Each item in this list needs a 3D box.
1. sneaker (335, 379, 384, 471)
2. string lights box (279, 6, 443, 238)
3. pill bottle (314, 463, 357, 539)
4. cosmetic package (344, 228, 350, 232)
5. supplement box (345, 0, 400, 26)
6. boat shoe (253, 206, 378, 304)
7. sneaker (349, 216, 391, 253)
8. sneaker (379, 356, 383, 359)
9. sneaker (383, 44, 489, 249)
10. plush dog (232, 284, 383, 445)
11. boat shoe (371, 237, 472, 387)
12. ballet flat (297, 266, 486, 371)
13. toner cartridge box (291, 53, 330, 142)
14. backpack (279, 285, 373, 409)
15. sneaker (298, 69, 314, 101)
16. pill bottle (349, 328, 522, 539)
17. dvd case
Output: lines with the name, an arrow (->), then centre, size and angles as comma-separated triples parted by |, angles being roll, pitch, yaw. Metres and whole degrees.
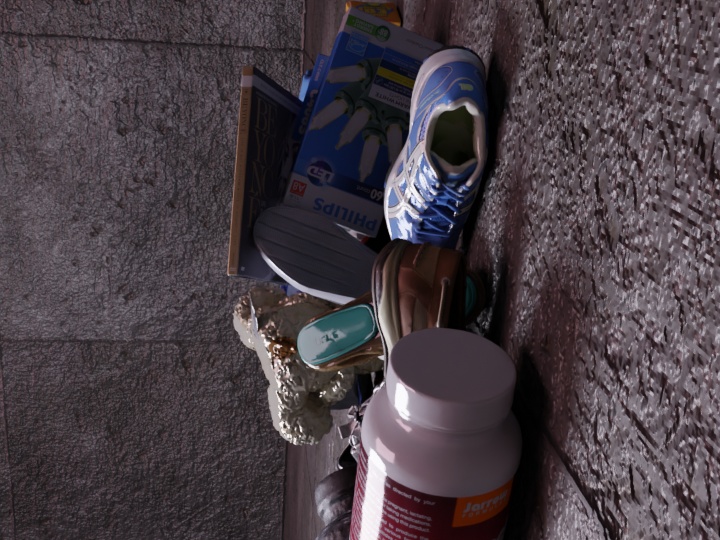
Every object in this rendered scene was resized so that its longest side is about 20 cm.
sneaker -> 0.021, 0.147, 0.809 | 0.201, 0.081, 0.075 | 101, 167, -45
string lights box -> -0.001, -0.145, 0.874 | 0.059, 0.102, 0.202 | -152, 80, -80
pill bottle -> 0.019, 0.275, 0.750 | 0.112, 0.111, 0.201 | 101, 159, -50
cosmetic package -> -0.015, -0.065, 1.272 | 0.200, 0.073, 0.103 | 120, 150, -70
supplement box -> 0.008, -0.248, 1.155 | 0.069, 0.066, 0.202 | -101, 14, -56
boat shoe -> -0.014, 0.006, 0.846 | 0.074, 0.199, 0.067 | -59, -7, -12
sneaker -> 0.025, -0.080, 1.019 | 0.202, 0.066, 0.109 | 109, 163, -58
sneaker -> 0.000, 0.000, 0.946 | 0.200, 0.075, 0.085 | 47, 147, 14
sneaker -> 0.061, -0.076, 0.712 | 0.077, 0.075, 0.202 | -93, 7, -57
plush dog -> -0.034, 0.077, 1.005 | 0.201, 0.170, 0.161 | 65, 156, 14
boat shoe -> 0.060, 0.073, 0.673 | 0.076, 0.073, 0.202 | -49, -46, -57
ballet flat -> 0.035, 0.044, 0.765 | 0.199, 0.072, 0.068 | -26, 70, 32
toner cartridge box -> -0.012, -0.175, 1.001 | 0.200, 0.043, 0.096 | 0, -72, -73
backpack -> -0.040, 0.080, 1.194 | 0.201, 0.152, 0.192 | 98, 180, -57
sneaker -> -0.059, -0.209, 1.191 | 0.200, 0.075, 0.106 | 157, 125, -72
pill bottle -> 0.052, 0.149, 0.615 | 0.113, 0.112, 0.202 | -103, 16, -60
dvd case -> -0.091, -0.089, 0.894 | 0.149, 0.016, 0.202 | 16, -103, -72
